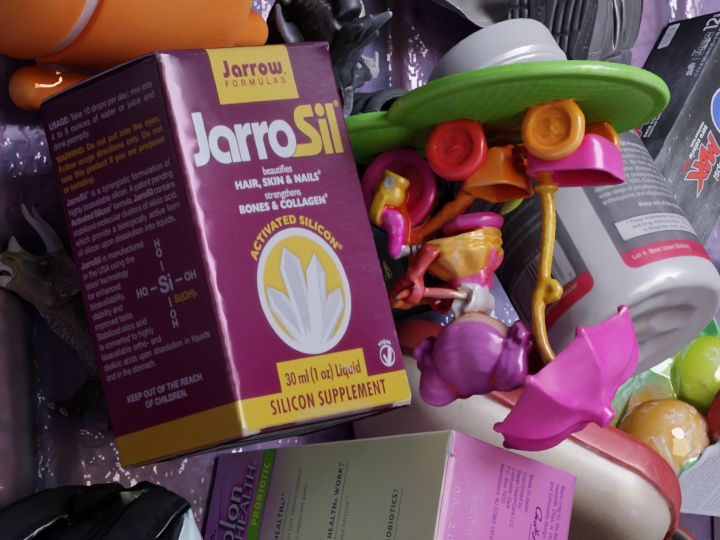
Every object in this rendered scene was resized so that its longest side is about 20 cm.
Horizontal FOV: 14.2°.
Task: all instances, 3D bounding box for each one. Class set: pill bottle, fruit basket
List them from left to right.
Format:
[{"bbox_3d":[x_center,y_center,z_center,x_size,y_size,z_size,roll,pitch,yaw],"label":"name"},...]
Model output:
[{"bbox_3d":[0.115,-0.042,1.644,0.111,0.111,0.200,-2,55,-41],"label":"pill bottle"},{"bbox_3d":[0.221,0.097,1.759,0.185,0.200,0.094,-42,126,-37],"label":"fruit basket"}]

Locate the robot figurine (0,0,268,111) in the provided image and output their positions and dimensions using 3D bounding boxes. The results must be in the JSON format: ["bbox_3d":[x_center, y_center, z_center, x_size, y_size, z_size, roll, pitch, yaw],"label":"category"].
[{"bbox_3d":[-0.136,-0.165,1.542,0.200,0.144,0.117,5,57,-40],"label":"robot figurine"}]

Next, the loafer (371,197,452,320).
[{"bbox_3d":[0.000,0.000,1.668,0.200,0.070,0.068,-23,102,-53],"label":"loafer"}]

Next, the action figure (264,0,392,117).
[{"bbox_3d":[-0.015,-0.168,1.633,0.102,0.119,0.201,3,69,-40],"label":"action figure"}]

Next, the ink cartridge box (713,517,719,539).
[{"bbox_3d":[0.317,0.109,1.840,0.084,0.200,0.147,5,80,-37],"label":"ink cartridge box"}]

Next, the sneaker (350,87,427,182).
[{"bbox_3d":[-0.036,-0.050,1.623,0.200,0.099,0.071,-36,109,-36],"label":"sneaker"}]

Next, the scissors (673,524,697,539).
[{"bbox_3d":[0.239,0.224,1.877,0.200,0.014,0.073,31,63,-32],"label":"scissors"}]

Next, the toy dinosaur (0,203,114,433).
[{"bbox_3d":[-0.106,0.045,1.563,0.200,0.077,0.103,22,85,-31],"label":"toy dinosaur"}]

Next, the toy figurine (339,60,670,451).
[{"bbox_3d":[0.071,0.004,1.515,0.150,0.200,0.185,23,61,-63],"label":"toy figurine"}]

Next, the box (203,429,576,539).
[{"bbox_3d":[0.004,0.188,1.557,0.097,0.200,0.176,22,69,-37],"label":"box"}]

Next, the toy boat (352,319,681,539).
[{"bbox_3d":[0.098,0.087,1.675,0.200,0.131,0.131,28,58,-2],"label":"toy boat"}]

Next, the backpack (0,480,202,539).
[{"bbox_3d":[-0.150,0.201,1.468,0.200,0.167,0.127,-53,136,-36],"label":"backpack"}]

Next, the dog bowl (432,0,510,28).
[{"bbox_3d":[0.073,-0.248,1.720,0.200,0.059,0.201,-42,140,-49],"label":"dog bowl"}]

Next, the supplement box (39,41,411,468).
[{"bbox_3d":[-0.069,-0.009,1.503,0.131,0.103,0.201,-9,83,-46],"label":"supplement box"}]

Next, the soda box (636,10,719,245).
[{"bbox_3d":[0.199,-0.071,1.852,0.071,0.063,0.200,46,58,-27],"label":"soda box"}]

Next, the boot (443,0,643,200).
[{"bbox_3d":[0.123,-0.095,1.782,0.132,0.070,0.200,4,109,-66],"label":"boot"}]
